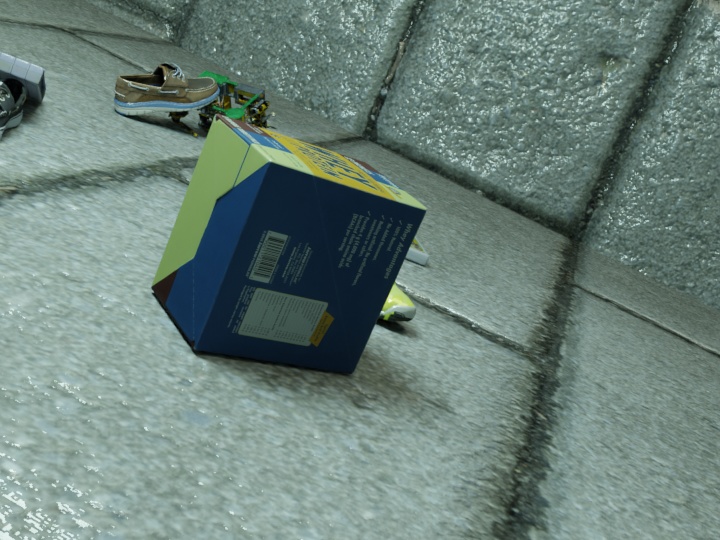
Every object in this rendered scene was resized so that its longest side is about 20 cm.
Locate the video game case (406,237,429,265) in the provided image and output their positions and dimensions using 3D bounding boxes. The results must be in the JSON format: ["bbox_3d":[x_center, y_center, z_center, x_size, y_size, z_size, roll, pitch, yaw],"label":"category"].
[{"bbox_3d":[0.011,-0.079,1.689,0.197,0.022,0.182,21,15,-16],"label":"video game case"}]

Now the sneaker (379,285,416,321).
[{"bbox_3d":[0.000,0.000,1.289,0.199,0.077,0.075,36,17,33],"label":"sneaker"}]

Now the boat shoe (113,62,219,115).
[{"bbox_3d":[-0.344,-0.330,1.744,0.197,0.073,0.072,-17,42,-30],"label":"boat shoe"}]

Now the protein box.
[{"bbox_3d":[-0.075,-0.023,1.002,0.198,0.201,0.135,13,18,-38],"label":"protein box"}]

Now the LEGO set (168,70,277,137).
[{"bbox_3d":[-0.266,-0.286,1.854,0.196,0.117,0.155,13,41,14],"label":"LEGO set"}]

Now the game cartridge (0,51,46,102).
[{"bbox_3d":[-0.532,-0.298,1.438,0.128,0.039,0.200,24,-5,-17],"label":"game cartridge"}]

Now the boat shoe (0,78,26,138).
[{"bbox_3d":[-0.487,-0.221,1.291,0.069,0.067,0.200,22,14,-6],"label":"boat shoe"}]
